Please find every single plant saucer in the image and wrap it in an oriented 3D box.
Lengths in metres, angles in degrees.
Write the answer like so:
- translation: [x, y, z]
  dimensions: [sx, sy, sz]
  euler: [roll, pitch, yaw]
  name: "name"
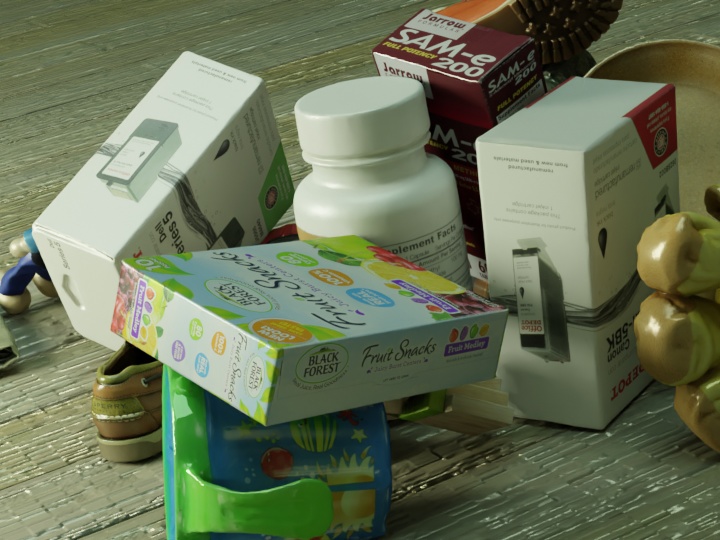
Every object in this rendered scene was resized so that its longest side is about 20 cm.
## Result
- translation: [0.265, -0.100, 1.538]
  dimensions: [0.200, 0.035, 0.200]
  euler: [0, 62, 0]
  name: "plant saucer"

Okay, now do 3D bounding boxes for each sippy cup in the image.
- translation: [-0.051, 0.117, 1.112]
  dimensions: [0.130, 0.140, 0.178]
  euler: [-2, 45, -8]
  name: "sippy cup"

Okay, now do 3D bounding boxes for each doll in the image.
- translation: [-0.238, -0.031, 1.544]
  dimensions: [0.136, 0.048, 0.200]
  euler: [-28, -6, -39]
  name: "doll"

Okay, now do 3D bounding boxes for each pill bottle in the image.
- translation: [0.014, -0.026, 1.279]
  dimensions: [0.114, 0.200, 0.114]
  euler: [-9, 21, 3]
  name: "pill bottle"

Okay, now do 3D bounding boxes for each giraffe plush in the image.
- translation: [0.261, 0.013, 1.214]
  dimensions: [0.200, 0.173, 0.162]
  euler: [-4, 12, -8]
  name: "giraffe plush"

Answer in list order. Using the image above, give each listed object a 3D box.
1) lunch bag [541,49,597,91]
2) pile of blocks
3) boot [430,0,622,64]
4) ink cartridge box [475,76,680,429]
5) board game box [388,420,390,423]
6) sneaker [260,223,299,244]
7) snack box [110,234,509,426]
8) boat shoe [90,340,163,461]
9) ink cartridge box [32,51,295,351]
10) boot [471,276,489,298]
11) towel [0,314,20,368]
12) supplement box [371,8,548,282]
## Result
- translation: [0.109, -0.104, 1.620]
  dimensions: [0.200, 0.139, 0.168]
  euler: [6, 42, 38]
  name: "lunch bag"
- translation: [0.002, 0.060, 1.209]
  dimensions: [0.200, 0.062, 0.082]
  euler: [8, -16, 1]
  name: "pile of blocks"
- translation: [0.122, -0.213, 1.578]
  dimensions: [0.200, 0.075, 0.107]
  euler: [-24, 28, 0]
  name: "boot"
- translation: [0.154, -0.014, 1.251]
  dimensions: [0.083, 0.200, 0.147]
  euler: [8, 27, 32]
  name: "ink cartridge box"
- translation: [-0.011, 0.082, 1.325]
  dimensions: [0.105, 0.023, 0.200]
  euler: [-1, 21, 26]
  name: "board game box"
- translation: [0.000, 0.000, 1.467]
  dimensions: [0.200, 0.071, 0.098]
  euler: [-5, 20, 19]
  name: "sneaker"
- translation: [-0.027, 0.030, 1.113]
  dimensions: [0.142, 0.053, 0.200]
  euler: [25, 22, 39]
  name: "snack box"
- translation: [-0.136, 0.066, 1.354]
  dimensions: [0.072, 0.068, 0.200]
  euler: [-5, 20, 16]
  name: "boat shoe"
- translation: [-0.148, -0.046, 1.440]
  dimensions: [0.084, 0.146, 0.200]
  euler: [22, 59, 26]
  name: "ink cartridge box"
- translation: [0.187, -0.015, 1.418]
  dimensions: [0.200, 0.075, 0.097]
  euler: [-39, 41, -22]
  name: "boot"
- translation: [-0.388, 0.069, 1.528]
  dimensions: [0.192, 0.035, 0.200]
  euler: [-12, 18, -16]
  name: "towel"
- translation: [0.088, -0.080, 1.321]
  dimensions: [0.109, 0.200, 0.061]
  euler: [22, 53, 43]
  name: "supplement box"
